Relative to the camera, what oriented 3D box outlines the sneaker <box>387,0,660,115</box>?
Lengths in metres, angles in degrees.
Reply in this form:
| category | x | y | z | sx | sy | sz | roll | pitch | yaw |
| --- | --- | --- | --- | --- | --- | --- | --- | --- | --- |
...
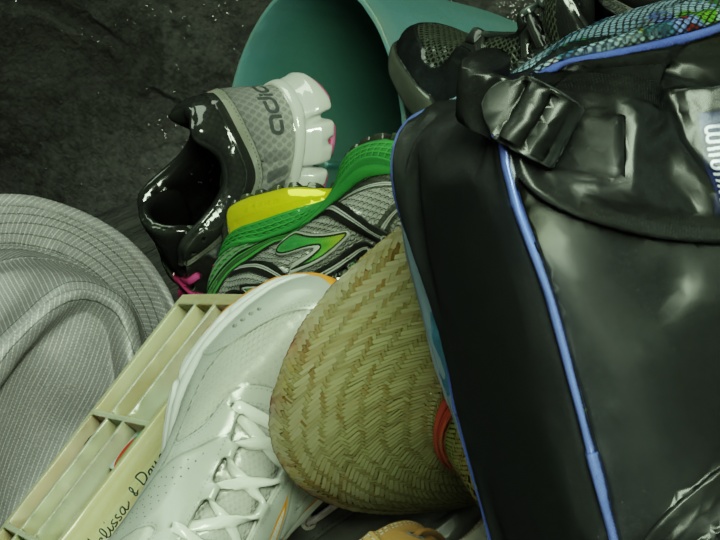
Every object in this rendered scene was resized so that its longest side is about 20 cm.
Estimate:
| category | x | y | z | sx | sy | sz | roll | pitch | yaw |
| --- | --- | --- | --- | --- | --- | --- | --- | --- | --- |
| sneaker | 0.086 | -0.096 | 1.098 | 0.076 | 0.115 | 0.199 | -1 | 23 | -31 |

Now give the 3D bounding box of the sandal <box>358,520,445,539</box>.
| category | x | y | z | sx | sy | sz | roll | pitch | yaw |
| --- | --- | --- | --- | --- | --- | --- | --- | --- | --- |
| sandal | 0.010 | 0.110 | 0.823 | 0.081 | 0.055 | 0.200 | -25 | 8 | -3 |

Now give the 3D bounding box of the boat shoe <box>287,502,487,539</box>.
| category | x | y | z | sx | sy | sz | roll | pitch | yaw |
| --- | --- | --- | --- | --- | --- | --- | --- | --- | --- |
| boat shoe | -0.041 | 0.108 | 0.975 | 0.199 | 0.057 | 0.067 | -22 | 10 | 22 |

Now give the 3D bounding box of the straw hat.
| category | x | y | z | sx | sy | sz | roll | pitch | yaw |
| --- | --- | --- | --- | --- | --- | --- | --- | --- | --- |
| straw hat | 0.076 | 0.053 | 0.834 | 0.200 | 0.085 | 0.202 | -18 | -37 | -14 |

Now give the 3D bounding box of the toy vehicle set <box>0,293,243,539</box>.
| category | x | y | z | sx | sy | sz | roll | pitch | yaw |
| --- | --- | --- | --- | --- | --- | --- | --- | --- | --- |
| toy vehicle set | -0.112 | 0.095 | 1.041 | 0.200 | 0.026 | 0.124 | -53 | 13 | -13 |

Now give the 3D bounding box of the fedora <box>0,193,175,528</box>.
| category | x | y | z | sx | sy | sz | roll | pitch | yaw |
| --- | --- | --- | --- | --- | --- | --- | --- | --- | --- |
| fedora | -0.153 | 0.065 | 1.140 | 0.090 | 0.176 | 0.201 | 5 | 68 | 65 |

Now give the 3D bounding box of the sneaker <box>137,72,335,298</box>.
| category | x | y | z | sx | sy | sz | roll | pitch | yaw |
| --- | --- | --- | --- | --- | --- | --- | --- | --- | --- |
| sneaker | -0.078 | -0.008 | 1.250 | 0.087 | 0.201 | 0.074 | 2 | 25 | -30 |

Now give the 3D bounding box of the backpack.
| category | x | y | z | sx | sy | sz | roll | pitch | yaw |
| --- | --- | --- | --- | --- | --- | --- | --- | --- | --- |
| backpack | 0.118 | 0.005 | 0.723 | 0.199 | 0.184 | 0.147 | -19 | 5 | -21 |

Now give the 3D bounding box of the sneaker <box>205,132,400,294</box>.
| category | x | y | z | sx | sy | sz | roll | pitch | yaw |
| --- | --- | --- | --- | --- | --- | --- | --- | --- | --- |
| sneaker | 0.000 | 0.000 | 1.122 | 0.200 | 0.078 | 0.086 | -23 | 42 | 49 |

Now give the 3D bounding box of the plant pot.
| category | x | y | z | sx | sy | sz | roll | pitch | yaw |
| --- | --- | --- | --- | --- | --- | --- | --- | --- | --- |
| plant pot | 0.041 | -0.050 | 1.292 | 0.160 | 0.202 | 0.200 | 0 | -5 | -29 |

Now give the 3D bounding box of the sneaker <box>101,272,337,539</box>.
| category | x | y | z | sx | sy | sz | roll | pitch | yaw |
| --- | --- | --- | --- | --- | --- | --- | --- | --- | --- |
| sneaker | -0.053 | 0.095 | 0.882 | 0.201 | 0.075 | 0.092 | -58 | 14 | 7 |
